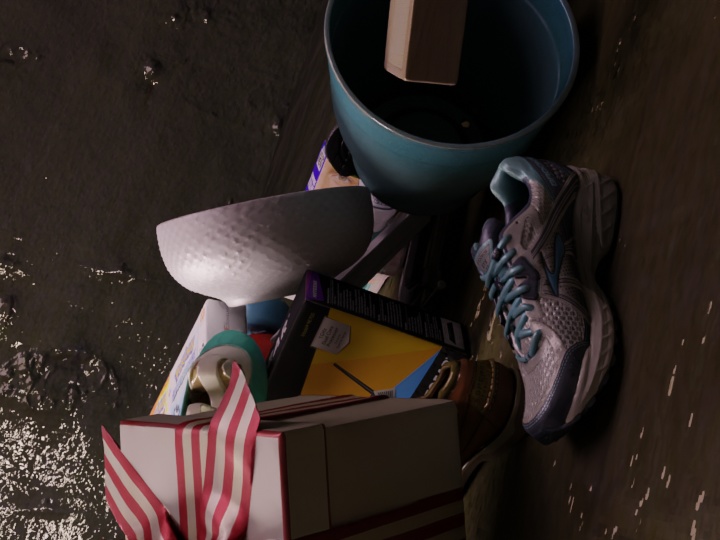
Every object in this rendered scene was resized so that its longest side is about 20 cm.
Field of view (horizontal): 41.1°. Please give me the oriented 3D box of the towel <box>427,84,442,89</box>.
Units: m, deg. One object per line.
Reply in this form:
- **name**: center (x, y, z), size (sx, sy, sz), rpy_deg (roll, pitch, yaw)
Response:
- **towel**: center (0.130, -0.229, 0.864), size (0.200, 0.085, 0.018), rpy_deg (125, 147, -50)

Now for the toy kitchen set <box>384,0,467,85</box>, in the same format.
- **toy kitchen set**: center (0.121, -0.231, 0.707), size (0.163, 0.198, 0.182), rpy_deg (-116, 31, -71)

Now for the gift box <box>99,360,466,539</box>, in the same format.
- **gift box**: center (-0.055, 0.156, 0.617), size (0.183, 0.186, 0.202), rpy_deg (-12, 84, 42)

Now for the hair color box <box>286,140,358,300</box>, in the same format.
- **hair color box**: center (-0.030, -0.051, 1.227), size (0.065, 0.108, 0.202), rpy_deg (-110, 40, -70)

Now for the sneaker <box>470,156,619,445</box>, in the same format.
- **sneaker**: center (0.107, 0.013, 0.607), size (0.078, 0.086, 0.201), rpy_deg (125, 160, -52)

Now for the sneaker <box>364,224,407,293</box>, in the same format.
- **sneaker**: center (-0.002, -0.021, 1.114), size (0.200, 0.079, 0.072), rpy_deg (133, 152, -74)

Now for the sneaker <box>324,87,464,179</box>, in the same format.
- **sneaker**: center (0.043, -0.164, 0.973), size (0.199, 0.074, 0.081), rpy_deg (-30, 19, -11)

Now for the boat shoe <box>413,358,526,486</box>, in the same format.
- **boat shoe**: center (0.053, 0.124, 0.713), size (0.072, 0.067, 0.201), rpy_deg (-84, 18, -44)

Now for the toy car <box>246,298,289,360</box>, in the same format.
- **toy car**: center (-0.043, 0.115, 0.950), size (0.200, 0.176, 0.186), rpy_deg (-25, 52, 56)

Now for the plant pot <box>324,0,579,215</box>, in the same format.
- **plant pot**: center (0.065, -0.146, 0.821), size (0.188, 0.198, 0.202), rpy_deg (99, -176, -67)

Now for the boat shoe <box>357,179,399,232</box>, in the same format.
- **boat shoe**: center (0.039, -0.106, 1.059), size (0.203, 0.074, 0.086), rpy_deg (-66, 0, -49)

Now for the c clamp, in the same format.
- **c clamp**: center (0.076, -0.038, 0.966), size (0.171, 0.027, 0.202), rpy_deg (122, 161, -63)

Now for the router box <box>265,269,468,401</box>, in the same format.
- **router box**: center (-0.015, 0.111, 0.840), size (0.051, 0.148, 0.201), rpy_deg (-91, 23, -58)

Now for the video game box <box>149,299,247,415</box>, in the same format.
- **video game box**: center (-0.154, 0.159, 0.888), size (0.183, 0.046, 0.201), rpy_deg (-96, 29, -44)

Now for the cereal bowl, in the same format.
- **cereal bowl**: center (-0.079, -0.017, 0.864), size (0.200, 0.198, 0.084), rpy_deg (169, 90, -75)

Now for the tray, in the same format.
- **tray**: center (0.000, 0.000, 0.926), size (0.200, 0.022, 0.107), rpy_deg (-44, 5, -28)

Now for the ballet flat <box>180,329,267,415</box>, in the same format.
- **ballet flat**: center (-0.112, 0.111, 0.751), size (0.071, 0.067, 0.201), rpy_deg (82, -172, -48)
